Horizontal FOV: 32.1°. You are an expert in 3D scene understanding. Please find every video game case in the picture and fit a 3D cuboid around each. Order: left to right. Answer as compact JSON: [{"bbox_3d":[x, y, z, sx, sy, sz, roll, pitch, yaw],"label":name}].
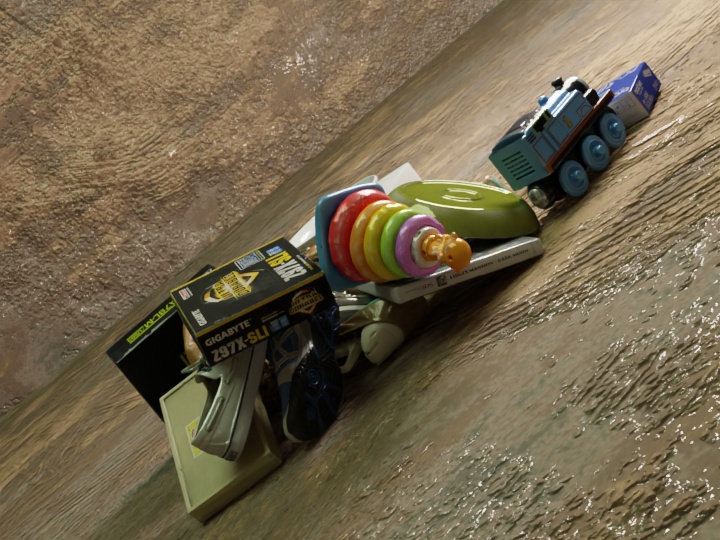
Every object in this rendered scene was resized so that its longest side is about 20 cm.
[{"bbox_3d":[0.100,-0.007,1.496,0.182,0.023,0.200,-19,9,-12],"label":"video game case"}]

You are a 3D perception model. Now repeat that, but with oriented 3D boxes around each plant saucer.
[{"bbox_3d":[0.121,-0.080,1.528,0.200,0.031,0.200,4,16,-1],"label":"plant saucer"}]

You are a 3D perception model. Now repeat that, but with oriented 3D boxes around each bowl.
[{"bbox_3d":[-0.025,-0.060,2.058,0.201,0.090,0.201,-39,11,9],"label":"bowl"}]

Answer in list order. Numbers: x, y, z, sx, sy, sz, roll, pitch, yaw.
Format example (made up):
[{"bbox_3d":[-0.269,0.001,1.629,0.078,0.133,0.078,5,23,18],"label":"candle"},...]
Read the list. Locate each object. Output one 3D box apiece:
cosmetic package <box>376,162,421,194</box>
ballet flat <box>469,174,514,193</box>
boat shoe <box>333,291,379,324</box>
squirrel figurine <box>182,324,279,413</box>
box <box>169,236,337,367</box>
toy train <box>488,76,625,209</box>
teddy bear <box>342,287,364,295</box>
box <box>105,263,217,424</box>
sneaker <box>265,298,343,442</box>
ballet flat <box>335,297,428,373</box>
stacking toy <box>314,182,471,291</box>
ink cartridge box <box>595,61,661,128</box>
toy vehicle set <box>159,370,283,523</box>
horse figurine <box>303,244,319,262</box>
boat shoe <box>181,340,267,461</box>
[{"bbox_3d":[0.029,-0.070,1.861,0.113,0.081,0.200,-31,15,31],"label":"cosmetic package"},{"bbox_3d":[0.127,-0.078,1.726,0.200,0.065,0.071,-30,13,38],"label":"ballet flat"},{"bbox_3d":[-0.044,0.052,1.575,0.202,0.072,0.060,-7,52,5],"label":"boat shoe"},{"bbox_3d":[-0.125,0.121,1.673,0.187,0.142,0.200,-24,33,10],"label":"squirrel figurine"},{"bbox_3d":[-0.129,0.032,1.455,0.160,0.049,0.200,-25,18,-9],"label":"box"},{"bbox_3d":[0.249,-0.162,1.548,0.087,0.114,0.200,-22,21,53],"label":"toy train"},{"bbox_3d":[0.000,0.000,1.680,0.200,0.067,0.145,-24,-1,-42],"label":"teddy bear"},{"bbox_3d":[-0.232,0.121,1.777,0.193,0.200,0.048,-43,41,-16],"label":"box"},{"bbox_3d":[-0.070,0.114,1.474,0.077,0.076,0.200,-21,48,33],"label":"sneaker"},{"bbox_3d":[-0.005,0.090,1.510,0.200,0.068,0.072,-23,36,26],"label":"ballet flat"},{"bbox_3d":[0.051,-0.030,1.379,0.110,0.116,0.200,-18,18,-38],"label":"stacking toy"},{"bbox_3d":[0.305,-0.199,1.685,0.200,0.044,0.094,-30,17,37],"label":"ink cartridge box"},{"bbox_3d":[-0.172,0.192,1.512,0.124,0.027,0.200,-37,40,10],"label":"toy vehicle set"},{"bbox_3d":[0.022,-0.060,1.669,0.200,0.050,0.133,-6,24,9],"label":"horse figurine"},{"bbox_3d":[-0.165,0.121,1.465,0.075,0.086,0.202,132,153,-56],"label":"boat shoe"}]
